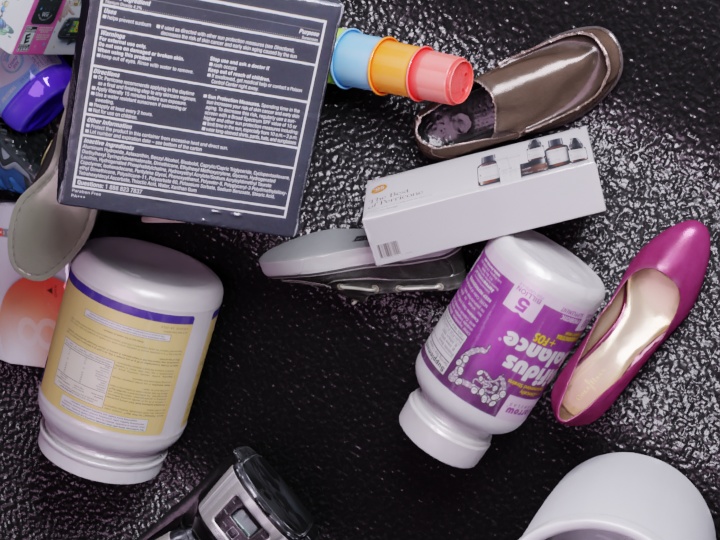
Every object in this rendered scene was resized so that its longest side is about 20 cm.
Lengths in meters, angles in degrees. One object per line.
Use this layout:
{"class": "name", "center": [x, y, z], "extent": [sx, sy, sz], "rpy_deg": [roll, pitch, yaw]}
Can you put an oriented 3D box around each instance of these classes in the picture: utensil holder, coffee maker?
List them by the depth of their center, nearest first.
{"class": "utensil holder", "center": [0.211, 0.254, 1.146], "extent": [0.169, 0.200, 0.171], "rpy_deg": [4, 102, 18]}
{"class": "coffee maker", "center": [-0.152, 0.266, 1.306], "extent": [0.200, 0.192, 0.135], "rpy_deg": [-40, 108, 0]}

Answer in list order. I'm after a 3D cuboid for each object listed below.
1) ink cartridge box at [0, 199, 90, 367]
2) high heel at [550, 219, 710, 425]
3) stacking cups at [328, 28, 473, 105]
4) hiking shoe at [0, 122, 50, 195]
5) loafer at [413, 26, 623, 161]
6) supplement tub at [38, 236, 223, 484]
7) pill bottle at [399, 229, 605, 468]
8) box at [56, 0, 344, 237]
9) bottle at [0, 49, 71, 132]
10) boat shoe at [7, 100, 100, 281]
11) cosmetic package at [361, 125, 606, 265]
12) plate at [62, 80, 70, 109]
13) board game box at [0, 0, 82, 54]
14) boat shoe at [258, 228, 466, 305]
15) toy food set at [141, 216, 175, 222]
{"class": "ink cartridge box", "center": [-0.369, 0.009, 1.384], "extent": [0.199, 0.050, 0.163], "rpy_deg": [4, 101, 15]}
{"class": "high heel", "center": [0.231, 0.048, 1.157], "extent": [0.067, 0.096, 0.201], "rpy_deg": [31, 108, 11]}
{"class": "stacking cups", "center": [0.002, -0.179, 1.181], "extent": [0.199, 0.060, 0.061], "rpy_deg": [18, 106, 36]}
{"class": "hiking shoe", "center": [-0.358, -0.104, 1.352], "extent": [0.200, 0.074, 0.087], "rpy_deg": [35, 112, 22]}
{"class": "loafer", "center": [0.131, -0.143, 1.171], "extent": [0.199, 0.071, 0.073], "rpy_deg": [-27, 90, 21]}
{"class": "supplement tub", "center": [-0.222, 0.084, 1.295], "extent": [0.145, 0.145, 0.201], "rpy_deg": [22, 106, 14]}
{"class": "pill bottle", "center": [0.117, 0.070, 1.192], "extent": [0.112, 0.112, 0.201], "rpy_deg": [34, 109, 11]}
{"class": "box", "center": [-0.135, -0.151, 1.123], "extent": [0.199, 0.123, 0.199], "rpy_deg": [8, 111, -15]}
{"class": "bottle", "center": [-0.361, -0.231, 1.328], "extent": [0.083, 0.065, 0.200], "rpy_deg": [-40, 85, 25]}
{"class": "boat shoe", "center": [-0.258, -0.082, 1.238], "extent": [0.071, 0.061, 0.202], "rpy_deg": [28, 111, -5]}
{"class": "cosmetic package", "center": [0.103, -0.065, 1.167], "extent": [0.199, 0.083, 0.051], "rpy_deg": [-14, 114, 10]}
{"class": "plate", "center": [-0.171, -0.189, 1.234], "extent": [0.199, 0.032, 0.201], "rpy_deg": [34, 107, 21]}
{"class": "board game box", "center": [-0.260, -0.297, 1.238], "extent": [0.064, 0.147, 0.201], "rpy_deg": [31, 108, 14]}
{"class": "boat shoe", "center": [0.000, 0.000, 1.241], "extent": [0.199, 0.071, 0.064], "rpy_deg": [-4, 113, 28]}
{"class": "toy food set", "center": [-0.146, -0.145, 1.272], "extent": [0.143, 0.060, 0.201], "rpy_deg": [0, 100, 19]}
